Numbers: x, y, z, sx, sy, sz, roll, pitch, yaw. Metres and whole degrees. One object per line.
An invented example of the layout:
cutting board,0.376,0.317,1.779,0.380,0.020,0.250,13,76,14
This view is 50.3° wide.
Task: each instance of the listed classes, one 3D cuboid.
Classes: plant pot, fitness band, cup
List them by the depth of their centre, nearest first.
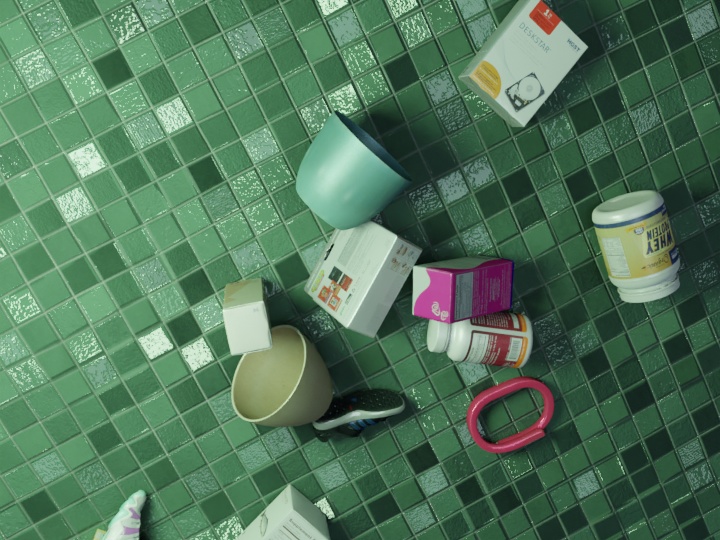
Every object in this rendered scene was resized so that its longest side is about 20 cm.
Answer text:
plant pot,-0.026,-0.175,1.454,0.200,0.201,0.161,39,104,-13
cup,-0.137,0.230,1.524,0.201,0.200,0.143,-49,129,3
fitness band,0.328,0.313,1.671,0.199,0.037,0.145,-23,100,-4

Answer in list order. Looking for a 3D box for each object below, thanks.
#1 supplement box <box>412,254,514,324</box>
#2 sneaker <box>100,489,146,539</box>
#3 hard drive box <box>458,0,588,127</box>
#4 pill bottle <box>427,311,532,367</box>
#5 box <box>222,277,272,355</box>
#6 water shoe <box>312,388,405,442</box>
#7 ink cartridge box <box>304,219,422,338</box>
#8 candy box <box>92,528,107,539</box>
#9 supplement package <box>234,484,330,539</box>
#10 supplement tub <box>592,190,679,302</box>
supplement box,0.205,0.033,1.518,0.199,0.101,0.104,-8,104,-42
sneaker,-0.455,0.560,1.547,0.139,0.078,0.201,34,62,-6
hard drive box,0.319,-0.411,1.514,0.156,0.077,0.200,37,93,-13
pill bottle,0.244,0.136,1.585,0.198,0.113,0.114,8,99,-9
box,-0.215,0.084,1.464,0.077,0.200,0.096,-10,102,-6
water shoe,-0.004,0.306,1.615,0.198,0.072,0.079,-9,129,-8
ink cartridge box,0.000,0.000,1.524,0.084,0.175,0.201,24,98,-43
candy box,-0.482,0.634,1.601,0.199,0.055,0.116,24,95,-11
supplement package,-0.173,0.575,1.604,0.117,0.117,0.200,44,91,-13
supplement tub,0.571,-0.049,1.581,0.143,0.144,0.201,-22,103,-4
